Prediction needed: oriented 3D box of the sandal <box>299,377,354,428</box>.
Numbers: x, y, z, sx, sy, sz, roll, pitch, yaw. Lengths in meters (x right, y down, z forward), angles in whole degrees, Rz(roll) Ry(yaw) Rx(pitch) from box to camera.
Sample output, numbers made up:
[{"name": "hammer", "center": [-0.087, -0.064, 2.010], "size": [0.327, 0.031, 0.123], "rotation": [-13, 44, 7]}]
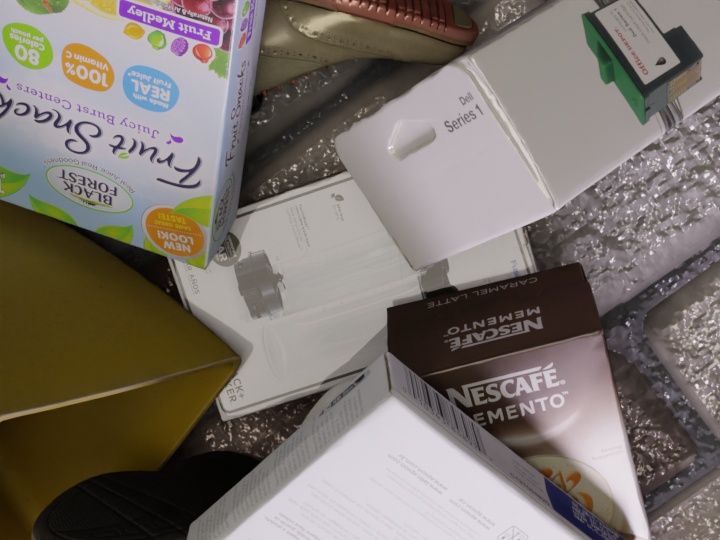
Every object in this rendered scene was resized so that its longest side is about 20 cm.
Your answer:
[{"name": "sandal", "center": [-0.008, 0.156, 0.873], "size": [0.082, 0.050, 0.204], "rotation": [5, 115, -25]}]

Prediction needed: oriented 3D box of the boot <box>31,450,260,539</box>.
[{"name": "boot", "center": [-0.121, 0.187, 0.845], "size": [0.073, 0.200, 0.152], "rotation": [24, 104, 22]}]

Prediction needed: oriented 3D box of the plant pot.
[{"name": "plant pot", "center": [-0.224, 0.065, 0.827], "size": [0.177, 0.200, 0.200], "rotation": [48, 118, 18]}]

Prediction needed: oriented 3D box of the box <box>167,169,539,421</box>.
[{"name": "box", "center": [0.000, 0.000, 0.872], "size": [0.199, 0.060, 0.117], "rotation": [-19, 94, 8]}]

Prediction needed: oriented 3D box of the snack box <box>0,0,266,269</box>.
[{"name": "snack box", "center": [-0.125, -0.107, 0.769], "size": [0.141, 0.053, 0.201], "rotation": [20, 134, 7]}]

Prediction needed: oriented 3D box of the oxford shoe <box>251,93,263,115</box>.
[{"name": "oxford shoe", "center": [-0.097, -0.108, 0.868], "size": [0.200, 0.071, 0.073], "rotation": [-37, 96, 8]}]

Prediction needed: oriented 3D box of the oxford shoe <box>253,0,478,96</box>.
[{"name": "oxford shoe", "center": [-0.038, -0.130, 0.816], "size": [0.198, 0.071, 0.074], "rotation": [10, 116, -2]}]

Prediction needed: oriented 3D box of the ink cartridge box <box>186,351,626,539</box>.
[{"name": "ink cartridge box", "center": [0.014, 0.164, 0.783], "size": [0.199, 0.041, 0.200], "rotation": [39, 110, -24]}]

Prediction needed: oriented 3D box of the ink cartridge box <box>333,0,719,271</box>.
[{"name": "ink cartridge box", "center": [0.105, -0.093, 0.764], "size": [0.200, 0.146, 0.085], "rotation": [-34, 94, -27]}]

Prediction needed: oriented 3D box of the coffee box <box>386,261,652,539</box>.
[{"name": "coffee box", "center": [0.092, 0.110, 0.830], "size": [0.114, 0.080, 0.201], "rotation": [-15, 116, 7]}]
